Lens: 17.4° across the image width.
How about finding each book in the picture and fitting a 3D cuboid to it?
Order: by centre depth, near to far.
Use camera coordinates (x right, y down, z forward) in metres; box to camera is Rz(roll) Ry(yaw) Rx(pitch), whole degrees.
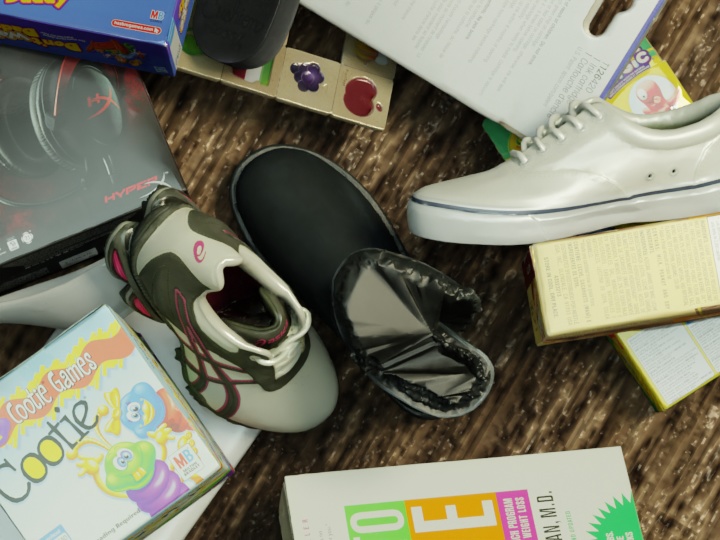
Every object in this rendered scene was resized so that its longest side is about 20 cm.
[{"bbox_3d":[0.062,0.175,1.328,0.199,0.048,0.134,-5,57,-10],"label":"book"}]

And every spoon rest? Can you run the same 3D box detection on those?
[{"bbox_3d":[-0.178,0.025,1.329,0.200,0.099,0.061,-39,93,7],"label":"spoon rest"}]

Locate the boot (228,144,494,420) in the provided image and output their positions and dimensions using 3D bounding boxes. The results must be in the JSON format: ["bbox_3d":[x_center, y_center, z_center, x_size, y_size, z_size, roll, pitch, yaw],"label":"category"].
[{"bbox_3d":[0.000,0.000,1.316,0.076,0.168,0.200,-38,85,-4],"label":"boot"}]

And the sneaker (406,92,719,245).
[{"bbox_3d":[0.121,-0.061,1.312,0.199,0.073,0.071,-10,105,-9],"label":"sneaker"}]

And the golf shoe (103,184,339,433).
[{"bbox_3d":[-0.061,0.038,1.290,0.088,0.200,0.077,26,74,44],"label":"golf shoe"}]

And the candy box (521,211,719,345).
[{"bbox_3d":[0.192,-0.002,1.297,0.199,0.115,0.055,-10,86,0],"label":"candy box"}]

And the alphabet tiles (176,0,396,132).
[{"bbox_3d":[-0.046,-0.194,1.379,0.167,0.008,0.200,16,68,-12],"label":"alphabet tiles"}]

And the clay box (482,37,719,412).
[{"bbox_3d":[0.168,-0.031,1.382,0.115,0.048,0.200,-32,84,-2],"label":"clay box"}]

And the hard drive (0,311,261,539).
[{"bbox_3d":[-0.149,0.108,1.373,0.132,0.025,0.200,35,85,3],"label":"hard drive"}]

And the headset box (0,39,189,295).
[{"bbox_3d":[-0.201,-0.101,1.363,0.148,0.075,0.200,-21,80,-5],"label":"headset box"}]

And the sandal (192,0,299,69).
[{"bbox_3d":[-0.048,-0.212,1.311,0.076,0.043,0.201,11,86,35],"label":"sandal"}]

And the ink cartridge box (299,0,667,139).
[{"bbox_3d":[0.081,-0.196,1.339,0.200,0.047,0.198,31,99,-7],"label":"ink cartridge box"}]

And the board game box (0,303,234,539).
[{"bbox_3d":[-0.140,0.095,1.261,0.105,0.200,0.103,-36,86,-4],"label":"board game box"}]

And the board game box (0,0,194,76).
[{"bbox_3d":[-0.186,-0.196,1.322,0.199,0.045,0.135,12,73,6],"label":"board game box"}]
